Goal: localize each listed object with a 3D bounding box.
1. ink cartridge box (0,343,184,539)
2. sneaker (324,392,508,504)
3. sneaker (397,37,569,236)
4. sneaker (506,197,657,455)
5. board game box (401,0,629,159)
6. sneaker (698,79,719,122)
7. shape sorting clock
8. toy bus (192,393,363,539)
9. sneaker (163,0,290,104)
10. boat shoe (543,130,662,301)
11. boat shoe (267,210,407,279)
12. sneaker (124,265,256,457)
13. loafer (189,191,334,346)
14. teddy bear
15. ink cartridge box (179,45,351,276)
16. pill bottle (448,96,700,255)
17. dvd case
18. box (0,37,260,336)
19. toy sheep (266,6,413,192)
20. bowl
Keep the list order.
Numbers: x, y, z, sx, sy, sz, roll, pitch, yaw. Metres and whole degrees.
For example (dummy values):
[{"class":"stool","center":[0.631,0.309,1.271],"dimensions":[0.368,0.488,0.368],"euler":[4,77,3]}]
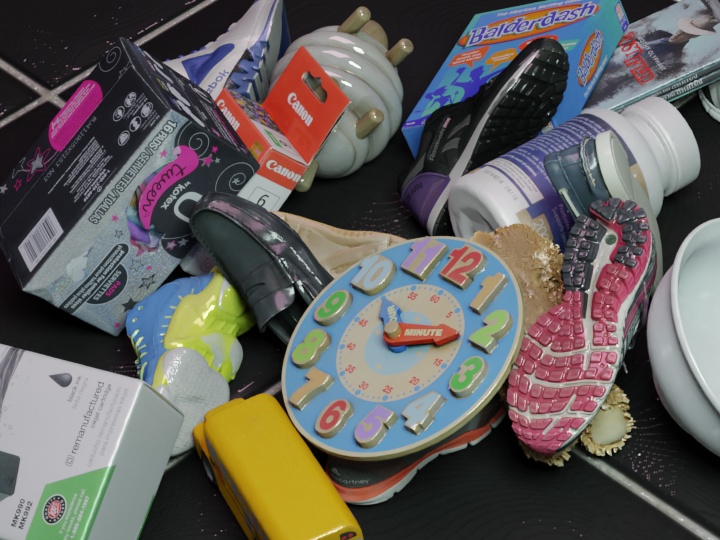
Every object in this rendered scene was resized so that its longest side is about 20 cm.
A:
[{"class":"ink cartridge box","center":[-0.256,0.141,1.565],"dimensions":[0.199,0.084,0.147],"euler":[12,73,25]},{"class":"sneaker","center":[0.051,0.098,1.587],"dimensions":[0.077,0.082,0.200],"euler":[26,53,35]},{"class":"sneaker","center":[0.094,-0.126,1.756],"dimensions":[0.076,0.200,0.088],"euler":[10,30,-49]},{"class":"sneaker","center":[0.176,0.049,1.531],"dimensions":[0.080,0.075,0.201],"euler":[16,69,31]},{"class":"board game box","center":[0.143,-0.178,1.873],"dimensions":[0.151,0.045,0.200],"euler":[-8,33,32]},{"class":"sneaker","center":[0.356,-0.154,1.816],"dimensions":[0.073,0.080,0.200],"euler":[-20,40,-9]},{"class":"shape sorting clock","center":[0.029,0.054,1.540],"dimensions":[0.199,0.039,0.201],"euler":[-17,43,16]},{"class":"toy bus","center":[-0.065,0.162,1.541],"dimensions":[0.065,0.079,0.200],"euler":[-22,42,-14]},{"class":"sneaker","center":[-0.138,-0.193,1.967],"dimensions":[0.115,0.081,0.200],"euler":[4,44,13]},{"class":"boat shoe","center":[0.196,-0.035,1.628],"dimensions":[0.062,0.200,0.075],"euler":[-12,58,17]},{"class":"boat shoe","center":[0.000,0.000,1.721],"dimensions":[0.199,0.069,0.071],"euler":[21,87,8]},{"class":"sneaker","center":[-0.154,0.076,1.681],"dimensions":[0.105,0.076,0.200],"euler":[-7,37,34]},{"class":"loafer","center":[-0.062,0.017,1.652],"dimensions":[0.200,0.068,0.070],"euler":[43,45,0]},{"class":"teddy bear","center":[0.137,0.062,1.594],"dimensions":[0.145,0.067,0.200],"euler":[-27,69,-25]},{"class":"ink cartridge box","center":[-0.101,-0.098,1.783],"dimensions":[0.200,0.050,0.109],"euler":[-54,42,14]},{"class":"pill bottle","center":[0.182,-0.067,1.727],"dimensions":[0.199,0.111,0.111],"euler":[-28,43,-19]},{"class":"dvd case","center":[0.246,-0.182,1.864],"dimensions":[0.199,0.022,0.146],"euler":[-23,28,4]},{"class":"box","center":[-0.202,-0.068,1.744],"dimensions":[0.200,0.115,0.132],"euler":[-50,42,12]},{"class":"toy sheep","center":[-0.023,-0.151,1.857],"dimensions":[0.137,0.138,0.200],"euler":[10,50,22]},{"class":"bowl","center":[0.281,0.069,1.534],"dimensions":[0.200,0.090,0.202],"euler":[20,53,-28]}]
